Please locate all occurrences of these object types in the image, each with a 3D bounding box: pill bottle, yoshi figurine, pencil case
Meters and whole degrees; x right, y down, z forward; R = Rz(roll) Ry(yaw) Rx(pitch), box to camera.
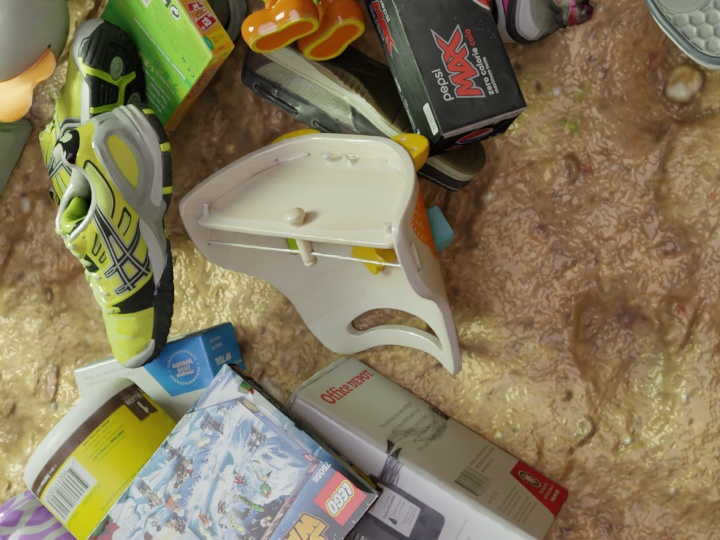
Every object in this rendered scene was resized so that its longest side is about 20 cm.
[{"bbox_3d":[-0.140,0.181,1.171,0.200,0.109,0.109,44,106,6],"label":"pill bottle"},{"bbox_3d":[-0.073,-0.246,1.156,0.111,0.112,0.202,-13,76,-9],"label":"yoshi figurine"},{"bbox_3d":[-0.236,0.266,1.292,0.084,0.085,0.201,-34,87,19],"label":"pencil case"}]

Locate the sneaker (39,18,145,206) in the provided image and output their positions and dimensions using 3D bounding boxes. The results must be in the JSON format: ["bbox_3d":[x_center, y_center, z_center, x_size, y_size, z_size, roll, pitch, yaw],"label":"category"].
[{"bbox_3d":[-0.207,-0.102,1.210,0.076,0.076,0.201,24,135,16],"label":"sneaker"}]

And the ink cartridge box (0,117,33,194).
[{"bbox_3d":[-0.390,-0.099,1.264,0.199,0.145,0.146,31,103,10],"label":"ink cartridge box"}]

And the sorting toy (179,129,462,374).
[{"bbox_3d":[0.000,0.000,1.164,0.199,0.107,0.181,8,134,38],"label":"sorting toy"}]

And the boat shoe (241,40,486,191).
[{"bbox_3d":[-0.001,-0.115,1.194,0.200,0.072,0.066,34,126,8],"label":"boat shoe"}]

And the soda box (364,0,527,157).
[{"bbox_3d":[0.046,-0.187,1.131,0.070,0.063,0.202,-19,83,-13],"label":"soda box"}]

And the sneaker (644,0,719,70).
[{"bbox_3d":[0.220,-0.195,1.068,0.076,0.146,0.204,-29,62,13],"label":"sneaker"}]

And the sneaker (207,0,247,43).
[{"bbox_3d":[-0.139,-0.263,1.208,0.073,0.079,0.202,-17,90,19],"label":"sneaker"}]

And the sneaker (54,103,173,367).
[{"bbox_3d":[-0.179,-0.021,1.158,0.075,0.076,0.202,39,135,52],"label":"sneaker"}]

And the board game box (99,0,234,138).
[{"bbox_3d":[-0.155,-0.159,1.196,0.096,0.030,0.200,58,149,3],"label":"board game box"}]

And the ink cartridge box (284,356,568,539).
[{"bbox_3d":[0.038,0.157,1.168,0.199,0.145,0.084,31,104,11],"label":"ink cartridge box"}]

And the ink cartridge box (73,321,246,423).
[{"bbox_3d":[-0.133,0.154,1.258,0.115,0.067,0.202,-16,92,17],"label":"ink cartridge box"}]

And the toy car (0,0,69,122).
[{"bbox_3d":[-0.275,-0.198,1.168,0.175,0.184,0.202,-13,69,17],"label":"toy car"}]

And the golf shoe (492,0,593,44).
[{"bbox_3d":[0.094,-0.258,1.144,0.091,0.073,0.202,-17,91,19],"label":"golf shoe"}]

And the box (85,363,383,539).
[{"bbox_3d":[-0.098,0.183,1.091,0.137,0.040,0.200,40,92,7],"label":"box"}]
